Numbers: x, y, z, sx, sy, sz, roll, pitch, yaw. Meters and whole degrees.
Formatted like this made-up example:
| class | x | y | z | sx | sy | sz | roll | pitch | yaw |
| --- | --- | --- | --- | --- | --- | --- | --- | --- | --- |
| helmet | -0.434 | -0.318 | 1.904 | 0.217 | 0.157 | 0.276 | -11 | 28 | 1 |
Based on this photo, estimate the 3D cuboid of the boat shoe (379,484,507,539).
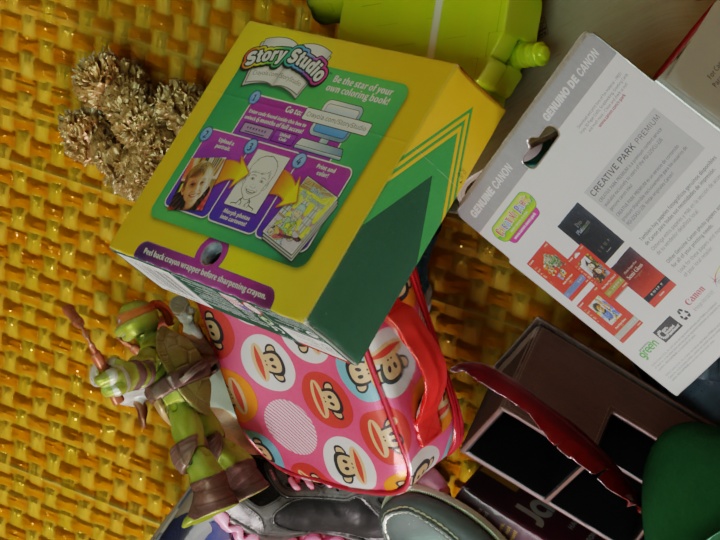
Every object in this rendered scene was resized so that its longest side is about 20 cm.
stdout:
| class | x | y | z | sx | sy | sz | roll | pitch | yaw |
| --- | --- | --- | --- | --- | --- | --- | --- | --- | --- |
| boat shoe | 0.077 | 0.227 | 1.303 | 0.073 | 0.062 | 0.200 | -36 | 92 | 34 |

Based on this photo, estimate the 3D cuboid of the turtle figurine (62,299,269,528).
| class | x | y | z | sx | sy | sz | roll | pitch | yaw |
| --- | --- | --- | --- | --- | --- | --- | --- | --- | --- |
| turtle figurine | -0.117 | 0.080 | 1.312 | 0.064 | 0.200 | 0.161 | -28 | 87 | 5 |

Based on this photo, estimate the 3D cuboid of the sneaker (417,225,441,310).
| class | x | y | z | sx | sy | sz | roll | pitch | yaw |
| --- | --- | --- | --- | --- | --- | --- | --- | --- | --- |
| sneaker | 0.000 | 0.000 | 1.366 | 0.087 | 0.075 | 0.200 | 30 | 136 | 21 |

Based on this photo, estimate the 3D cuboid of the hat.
| class | x | y | z | sx | sy | sz | roll | pitch | yaw |
| --- | --- | --- | --- | --- | --- | --- | --- | --- | --- |
| hat | 0.196 | 0.112 | 1.245 | 0.166 | 0.200 | 0.176 | -35 | 60 | 5 |

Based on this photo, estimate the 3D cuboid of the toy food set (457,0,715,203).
| class | x | y | z | sx | sy | sz | roll | pitch | yaw |
| --- | --- | --- | --- | --- | --- | --- | --- | --- | --- |
| toy food set | 0.127 | -0.139 | 1.238 | 0.200 | 0.060 | 0.144 | -28 | 58 | 32 |

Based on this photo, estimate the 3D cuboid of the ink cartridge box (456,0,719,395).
| class | x | y | z | sx | sy | sz | roll | pitch | yaw |
| --- | --- | --- | --- | --- | --- | --- | --- | --- | --- |
| ink cartridge box | 0.173 | -0.051 | 1.138 | 0.176 | 0.084 | 0.200 | 39 | 144 | 2 |

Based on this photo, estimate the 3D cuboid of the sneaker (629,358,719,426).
| class | x | y | z | sx | sy | sz | roll | pitch | yaw |
| --- | --- | --- | --- | --- | --- | --- | --- | --- | --- |
| sneaker | 0.176 | 0.024 | 1.288 | 0.075 | 0.085 | 0.200 | -26 | 97 | 33 |

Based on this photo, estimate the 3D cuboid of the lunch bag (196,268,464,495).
| class | x | y | z | sx | sy | sz | roll | pitch | yaw |
| --- | --- | --- | --- | --- | --- | --- | --- | --- | --- |
| lunch bag | -0.016 | 0.045 | 1.292 | 0.176 | 0.082 | 0.200 | 6 | 121 | 45 |

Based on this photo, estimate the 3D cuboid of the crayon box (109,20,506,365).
| class | x | y | z | sx | sy | sz | roll | pitch | yaw |
| --- | --- | --- | --- | --- | --- | --- | --- | --- | --- |
| crayon box | -0.035 | -0.052 | 1.195 | 0.200 | 0.173 | 0.058 | 19 | 164 | 48 |

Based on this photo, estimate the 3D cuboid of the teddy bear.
| class | x | y | z | sx | sy | sz | roll | pitch | yaw |
| --- | --- | --- | --- | --- | --- | --- | --- | --- | --- |
| teddy bear | -0.134 | -0.073 | 1.418 | 0.200 | 0.067 | 0.145 | 47 | 126 | 3 |

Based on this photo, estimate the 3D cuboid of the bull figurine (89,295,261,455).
| class | x | y | z | sx | sy | sz | roll | pitch | yaw |
| --- | --- | --- | --- | --- | --- | --- | --- | --- | --- |
| bull figurine | -0.102 | 0.087 | 1.459 | 0.200 | 0.065 | 0.121 | 22 | 152 | 10 |

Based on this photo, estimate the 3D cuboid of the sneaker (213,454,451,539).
| class | x | y | z | sx | sy | sz | roll | pitch | yaw |
| --- | --- | --- | --- | --- | --- | --- | --- | --- | --- |
| sneaker | -0.021 | 0.152 | 1.407 | 0.095 | 0.200 | 0.079 | -52 | 38 | 27 |

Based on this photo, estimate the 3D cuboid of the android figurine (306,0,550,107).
| class | x | y | z | sx | sy | sz | roll | pitch | yaw |
| --- | --- | --- | --- | --- | --- | --- | --- | --- | --- |
| android figurine | 0.041 | -0.149 | 1.249 | 0.200 | 0.041 | 0.182 | -3 | 73 | 44 |

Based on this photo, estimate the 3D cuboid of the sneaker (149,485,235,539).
| class | x | y | z | sx | sy | sz | roll | pitch | yaw |
| --- | --- | --- | --- | --- | --- | --- | --- | --- | --- |
| sneaker | -0.090 | 0.211 | 1.468 | 0.115 | 0.199 | 0.081 | 34 | 86 | -4 |

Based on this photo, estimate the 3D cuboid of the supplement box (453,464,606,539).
| class | x | y | z | sx | sy | sz | roll | pitch | yaw |
| --- | --- | --- | --- | --- | --- | --- | --- | --- | --- |
| supplement box | 0.156 | 0.205 | 1.357 | 0.200 | 0.110 | 0.086 | 32 | 121 | 12 |

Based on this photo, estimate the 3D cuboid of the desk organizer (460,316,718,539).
| class | x | y | z | sx | sy | sz | roll | pitch | yaw |
| --- | --- | --- | --- | --- | --- | --- | --- | --- | --- |
| desk organizer | 0.172 | 0.124 | 1.298 | 0.200 | 0.077 | 0.072 | 31 | 142 | -4 |

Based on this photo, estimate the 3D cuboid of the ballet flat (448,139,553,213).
| class | x | y | z | sx | sy | sz | roll | pitch | yaw |
| --- | --- | --- | --- | --- | --- | --- | --- | --- | --- |
| ballet flat | 0.038 | -0.076 | 1.339 | 0.200 | 0.068 | 0.072 | 17 | 134 | 16 |
